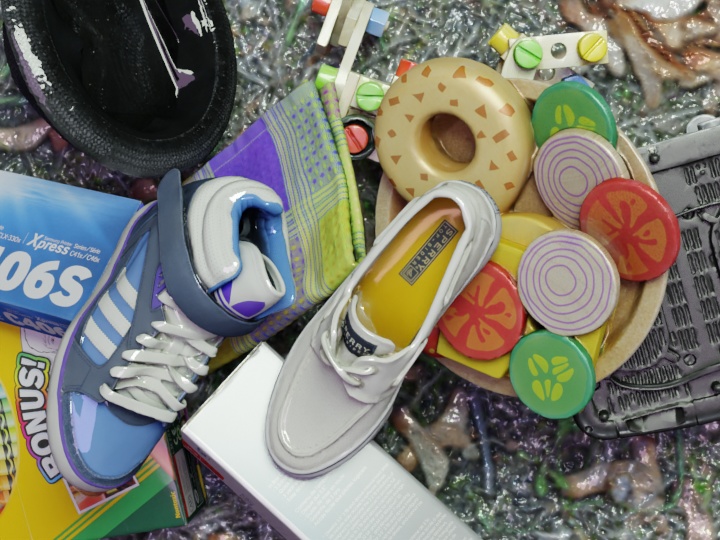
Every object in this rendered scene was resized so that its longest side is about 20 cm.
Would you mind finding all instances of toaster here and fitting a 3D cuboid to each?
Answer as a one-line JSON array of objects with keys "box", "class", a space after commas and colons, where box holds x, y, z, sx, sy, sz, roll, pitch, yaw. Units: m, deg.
[{"box": [0.207, 0.007, 0.765, 0.181, 0.119, 0.200, -16, 93, 11], "class": "toaster"}]

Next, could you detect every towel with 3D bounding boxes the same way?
[{"box": [-0.077, -0.021, 0.786, 0.200, 0.023, 0.144, -30, 61, 38], "class": "towel"}]

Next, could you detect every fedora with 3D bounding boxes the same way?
[{"box": [-0.176, -0.151, 0.809, 0.092, 0.201, 0.201, -16, 94, 44], "class": "fedora"}]

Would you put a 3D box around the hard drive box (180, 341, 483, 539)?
[{"box": [-0.020, 0.149, 0.791, 0.200, 0.156, 0.077, 42, 76, 3], "class": "hard drive box"}]

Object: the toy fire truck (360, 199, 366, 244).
[{"box": [0.000, 0.000, 0.832, 0.141, 0.049, 0.200, 44, 100, 4], "class": "toy fire truck"}]

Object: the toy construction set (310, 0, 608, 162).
[{"box": [0.049, -0.125, 0.782, 0.200, 0.092, 0.131, 23, 102, 11], "class": "toy construction set"}]

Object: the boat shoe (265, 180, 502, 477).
[{"box": [0.005, 0.035, 0.669, 0.071, 0.070, 0.200, 41, 103, 13], "class": "boat shoe"}]

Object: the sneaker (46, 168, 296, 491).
[{"box": [-0.106, 0.035, 0.711, 0.081, 0.146, 0.200, 30, 68, -33], "class": "sneaker"}]

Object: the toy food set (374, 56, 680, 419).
[{"box": [0.088, -0.018, 0.705, 0.198, 0.049, 0.200, 21, 114, 29], "class": "toy food set"}]

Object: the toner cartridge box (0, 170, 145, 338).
[{"box": [-0.242, -0.016, 0.824, 0.200, 0.043, 0.095, 12, 64, 24], "class": "toner cartridge box"}]

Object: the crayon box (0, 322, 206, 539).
[{"box": [-0.220, 0.096, 0.872, 0.172, 0.058, 0.200, -12, 94, 10], "class": "crayon box"}]
